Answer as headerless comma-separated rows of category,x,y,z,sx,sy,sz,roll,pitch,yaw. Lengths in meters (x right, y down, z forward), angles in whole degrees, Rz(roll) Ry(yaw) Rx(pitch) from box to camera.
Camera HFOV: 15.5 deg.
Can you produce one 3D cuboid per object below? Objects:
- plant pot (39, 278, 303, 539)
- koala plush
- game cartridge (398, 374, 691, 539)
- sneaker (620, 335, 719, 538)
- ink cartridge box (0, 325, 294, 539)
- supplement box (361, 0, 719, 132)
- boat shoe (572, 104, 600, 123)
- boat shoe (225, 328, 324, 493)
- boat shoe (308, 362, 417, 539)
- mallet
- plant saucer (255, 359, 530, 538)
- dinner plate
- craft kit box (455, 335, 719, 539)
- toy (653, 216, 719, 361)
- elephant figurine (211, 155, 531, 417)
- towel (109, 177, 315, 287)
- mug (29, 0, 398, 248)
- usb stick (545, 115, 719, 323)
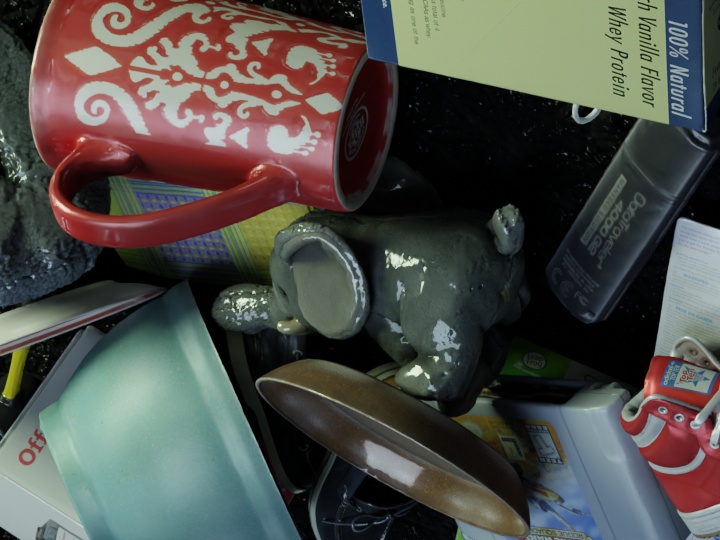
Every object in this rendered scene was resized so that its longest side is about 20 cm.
plant pot,-0.138,0.124,1.821,0.134,0.201,0.201,-24,125,-2
koala plush,-0.265,-0.032,1.788,0.184,0.177,0.200,43,150,4
game cartridge,0.119,0.131,1.726,0.199,0.041,0.134,1,119,48
sneaker,0.241,0.080,1.572,0.200,0.071,0.113,-30,105,39
ink cartridge box,-0.161,0.159,1.942,0.199,0.148,0.086,33,145,2
supplement box,0.110,-0.207,1.391,0.199,0.135,0.201,14,137,22
boat shoe,0.123,-0.130,1.500,0.201,0.086,0.075,21,140,15
boat shoe,-0.041,0.087,1.852,0.066,0.075,0.200,-13,137,6
boat shoe,0.012,0.149,1.867,0.062,0.074,0.201,53,146,30
mallet,-0.249,0.050,1.985,0.041,0.066,0.201,26,126,7
plant saucer,0.026,0.109,1.692,0.199,0.032,0.200,28,168,6
dinner plate,-0.231,0.039,1.848,0.200,0.200,0.024,-20,88,45
craft kit box,0.170,0.157,1.800,0.196,0.049,0.201,22,140,10
toy,0.240,0.061,1.637,0.115,0.047,0.201,19,123,19
elephant figurine,0.000,0.000,1.683,0.199,0.156,0.141,26,-178,16
towel,-0.100,-0.045,1.791,0.199,0.023,0.144,4,133,32
mug,-0.091,-0.087,1.636,0.199,0.179,0.133,12,175,17
usb stick,0.165,-0.038,1.603,0.056,0.033,0.200,49,144,17
